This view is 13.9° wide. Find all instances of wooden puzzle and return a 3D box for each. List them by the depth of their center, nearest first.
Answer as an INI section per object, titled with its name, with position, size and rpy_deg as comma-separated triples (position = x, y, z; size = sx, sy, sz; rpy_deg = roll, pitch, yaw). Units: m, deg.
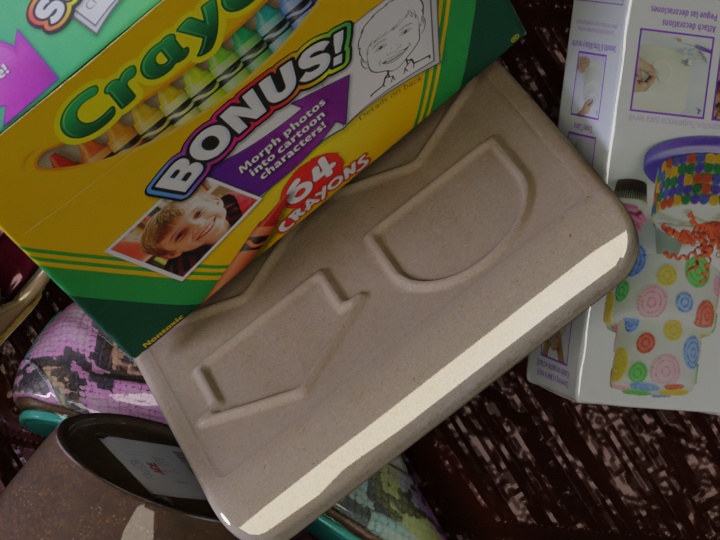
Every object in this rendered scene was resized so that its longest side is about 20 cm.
[wooden puzzle]
position = 0.000, 0.000, 1.139
size = 0.185, 0.200, 0.046
rpy_deg = -38, 129, 2

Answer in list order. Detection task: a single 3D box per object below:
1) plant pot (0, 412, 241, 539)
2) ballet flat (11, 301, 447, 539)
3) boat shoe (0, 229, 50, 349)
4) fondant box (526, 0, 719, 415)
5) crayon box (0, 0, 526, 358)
[plant pot]
position = -0.103, 0.164, 1.136
size = 0.186, 0.187, 0.201
rpy_deg = 21, 104, 5
[ballet flat]
position = -0.042, 0.064, 1.200
size = 0.199, 0.069, 0.072
rpy_deg = 22, 77, 5
[boat shoe]
position = -0.166, -0.001, 1.203
size = 0.074, 0.066, 0.200
rpy_deg = 38, 98, 2
[fondant box]
position = 0.149, -0.046, 1.139
size = 0.143, 0.058, 0.201
rpy_deg = 5, 95, -20
[crayon box]
position = -0.050, -0.078, 1.074
size = 0.200, 0.173, 0.058
rpy_deg = -40, 62, -1
